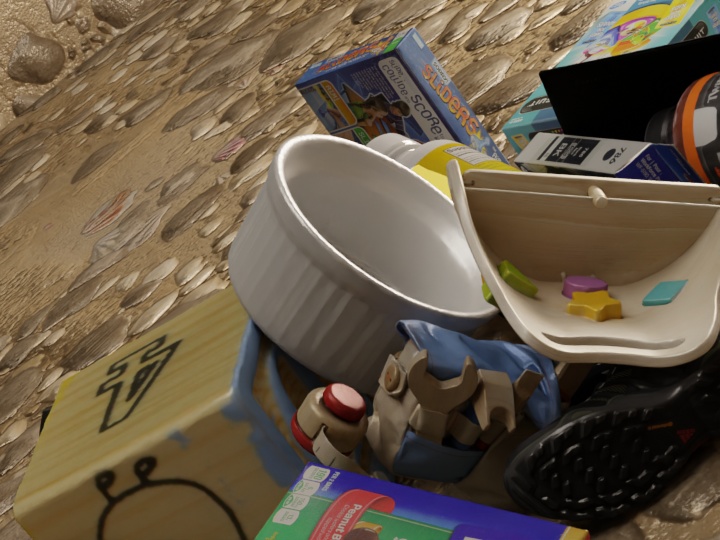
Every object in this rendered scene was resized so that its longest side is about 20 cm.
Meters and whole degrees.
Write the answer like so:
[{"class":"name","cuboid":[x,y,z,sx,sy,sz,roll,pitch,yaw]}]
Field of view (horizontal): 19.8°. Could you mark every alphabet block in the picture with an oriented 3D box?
[{"class":"alphabet block","cuboid":[-0.108,0.152,1.535,0.200,0.195,0.196,-30,20,19]}]

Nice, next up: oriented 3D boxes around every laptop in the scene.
[{"class":"laptop","cuboid":[0.254,-0.165,1.671,0.187,0.116,0.200,-10,25,14]}]

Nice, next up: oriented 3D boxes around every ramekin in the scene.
[{"class":"ramekin","cuboid":[0.000,0.000,1.516,0.098,0.200,0.201,-55,12,27]}]

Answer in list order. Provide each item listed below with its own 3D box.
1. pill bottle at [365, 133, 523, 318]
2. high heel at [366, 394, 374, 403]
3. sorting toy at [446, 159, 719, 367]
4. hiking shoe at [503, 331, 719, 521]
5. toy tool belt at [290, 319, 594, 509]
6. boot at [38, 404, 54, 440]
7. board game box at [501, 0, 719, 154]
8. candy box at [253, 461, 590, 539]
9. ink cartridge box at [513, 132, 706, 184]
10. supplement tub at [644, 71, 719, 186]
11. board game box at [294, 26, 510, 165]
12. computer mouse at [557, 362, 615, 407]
[{"class":"pill bottle","cuboid":[0.085,-0.039,1.648,0.200,0.111,0.111,28,63,38]},{"class":"high heel","cuboid":[-0.028,0.048,1.674,0.071,0.143,0.200,3,32,48]},{"class":"sorting toy","cuboid":[0.156,0.011,1.360,0.200,0.107,0.180,4,25,-3]},{"class":"hiking shoe","cuboid":[0.185,0.099,1.371,0.200,0.076,0.101,-27,12,1]},{"class":"toy tool belt","cuboid":[0.061,0.078,1.390,0.123,0.200,0.125,-59,39,26]},{"class":"boot","cuboid":[-0.156,0.132,1.728,0.138,0.200,0.078,-67,-8,-61]},{"class":"board game box","cuboid":[0.243,-0.185,1.901,0.151,0.047,0.200,-7,35,53]},{"class":"candy box","cuboid":[0.020,0.217,1.248,0.200,0.077,0.169,12,45,26]},{"class":"ink cartridge box","cuboid":[0.206,-0.059,1.613,0.039,0.099,0.200,-48,22,-14]},{"class":"supplement tub","cuboid":[0.308,-0.105,1.542,0.200,0.107,0.107,-11,32,49]},{"class":"board game box","cuboid":[0.049,-0.113,1.838,0.135,0.200,0.034,-14,30,45]},{"class":"computer mouse","cuboid":[0.209,0.030,1.495,0.200,0.046,0.140,-29,23,20]}]
